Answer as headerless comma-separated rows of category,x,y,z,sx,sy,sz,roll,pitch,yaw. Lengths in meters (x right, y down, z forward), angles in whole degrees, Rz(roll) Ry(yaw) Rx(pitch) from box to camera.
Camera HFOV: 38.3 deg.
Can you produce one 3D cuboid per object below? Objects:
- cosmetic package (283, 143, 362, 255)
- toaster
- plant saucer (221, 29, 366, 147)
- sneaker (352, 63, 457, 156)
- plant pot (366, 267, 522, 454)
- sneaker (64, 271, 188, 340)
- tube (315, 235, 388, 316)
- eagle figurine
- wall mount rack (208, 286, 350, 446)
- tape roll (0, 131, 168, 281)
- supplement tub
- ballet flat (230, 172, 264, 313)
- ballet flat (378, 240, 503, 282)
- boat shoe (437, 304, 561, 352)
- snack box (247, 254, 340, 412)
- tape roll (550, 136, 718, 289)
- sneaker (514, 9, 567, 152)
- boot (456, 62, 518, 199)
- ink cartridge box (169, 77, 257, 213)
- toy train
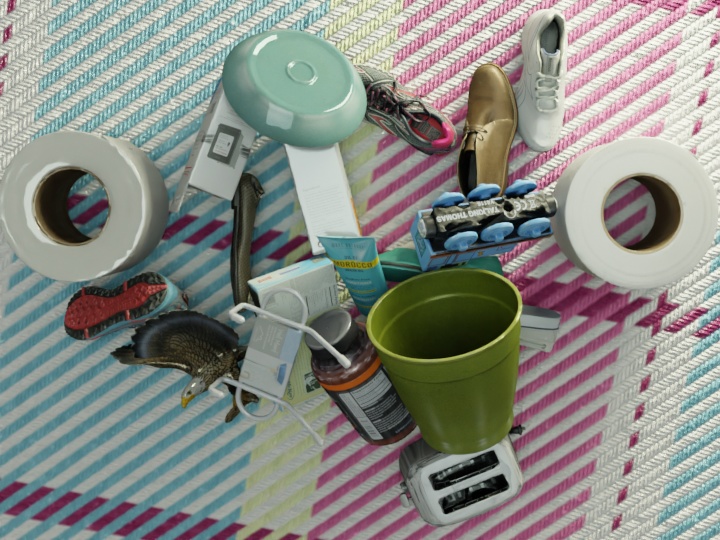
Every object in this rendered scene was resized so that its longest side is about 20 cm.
cosmetic package,-0.055,-0.128,1.449,0.071,0.101,0.200,-15,94,3
toaster,0.149,0.281,1.455,0.200,0.129,0.114,-21,94,3
plant saucer,-0.082,-0.253,1.376,0.200,0.036,0.200,10,57,-15
sneaker,0.049,-0.230,1.450,0.200,0.075,0.081,27,95,1
plant pot,0.124,0.132,1.367,0.200,0.200,0.193,-12,121,3
sneaker,-0.333,0.065,1.482,0.200,0.096,0.079,-12,66,27
tube,0.000,0.000,1.404,0.077,0.200,0.050,-2,63,12
eagle figurine,-0.229,0.126,1.447,0.200,0.151,0.152,38,105,-8
wall mount rack,-0.101,0.131,1.346,0.174,0.075,0.200,21,110,9
tape roll,-0.379,-0.089,1.436,0.202,0.139,0.203,0,93,2
supplement tub,0.001,0.143,1.422,0.107,0.107,0.200,-31,124,4
ballet flat,-0.161,-0.039,1.482,0.046,0.067,0.200,1,90,-15
ballet flat,0.106,-0.011,1.476,0.200,0.067,0.070,10,70,1
boat shoe,0.179,0.089,1.476,0.202,0.075,0.086,7,104,-5
snack box,-0.081,0.088,1.436,0.116,0.037,0.200,-21,120,-22
tape roll,0.368,-0.079,1.417,0.202,0.139,0.203,0,95,3
sneaker,0.251,-0.264,1.435,0.074,0.087,0.200,-1,95,0
boot,0.171,-0.191,1.441,0.074,0.075,0.200,3,92,32
ink cartridge box,-0.194,-0.163,1.431,0.067,0.116,0.200,21,90,-16
toy train,0.167,-0.062,1.409,0.200,0.114,0.087,-11,70,-15
